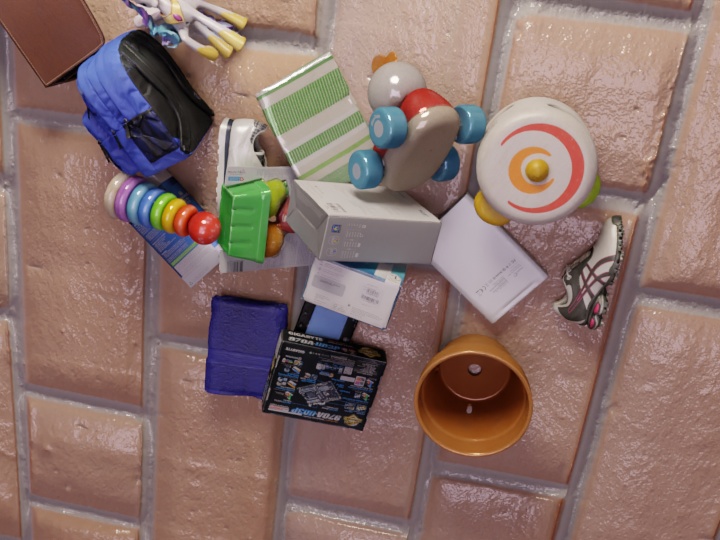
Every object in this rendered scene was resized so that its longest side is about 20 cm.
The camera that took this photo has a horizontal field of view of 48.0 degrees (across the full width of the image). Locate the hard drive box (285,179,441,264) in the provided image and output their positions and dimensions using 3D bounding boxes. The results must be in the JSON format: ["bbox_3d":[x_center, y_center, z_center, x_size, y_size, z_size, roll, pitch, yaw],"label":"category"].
[{"bbox_3d":[0.003,-0.078,1.286,0.199,0.156,0.077,2,115,-26],"label":"hard drive box"}]

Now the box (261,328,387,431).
[{"bbox_3d":[-0.067,0.202,1.479,0.199,0.046,0.160,12,115,-11],"label":"box"}]

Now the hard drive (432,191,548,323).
[{"bbox_3d":[0.205,-0.020,1.386,0.200,0.026,0.132,44,111,-8],"label":"hard drive"}]

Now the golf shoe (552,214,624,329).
[{"bbox_3d":[0.382,0.000,1.339,0.088,0.077,0.201,15,112,11],"label":"golf shoe"}]

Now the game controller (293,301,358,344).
[{"bbox_3d":[-0.066,0.109,1.474,0.104,0.042,0.201,22,113,1],"label":"game controller"}]

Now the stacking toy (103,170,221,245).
[{"bbox_3d":[-0.320,-0.093,1.332,0.199,0.085,0.086,23,114,16],"label":"stacking toy"}]

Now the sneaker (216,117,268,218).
[{"bbox_3d":[-0.202,-0.159,1.383,0.080,0.076,0.201,5,113,-2],"label":"sneaker"}]

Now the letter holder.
[{"bbox_3d":[-0.499,-0.427,1.316,0.142,0.101,0.201,-29,103,17],"label":"letter holder"}]

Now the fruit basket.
[{"bbox_3d":[-0.143,-0.091,1.370,0.199,0.094,0.186,-9,118,-34],"label":"fruit basket"}]

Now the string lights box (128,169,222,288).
[{"bbox_3d":[-0.329,-0.080,1.438,0.103,0.059,0.200,-38,100,20],"label":"string lights box"}]

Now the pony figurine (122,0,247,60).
[{"bbox_3d":[-0.275,-0.412,1.251,0.199,0.194,0.167,28,117,-22],"label":"pony figurine"}]

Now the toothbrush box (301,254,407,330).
[{"bbox_3d":[0.000,0.000,1.336,0.146,0.200,0.086,21,112,2],"label":"toothbrush box"}]

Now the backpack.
[{"bbox_3d":[-0.363,-0.267,1.299,0.167,0.163,0.201,-23,119,16],"label":"backpack"}]

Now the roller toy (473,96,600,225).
[{"bbox_3d":[0.270,-0.169,1.257,0.199,0.140,0.184,-6,109,13],"label":"roller toy"}]

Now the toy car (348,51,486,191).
[{"bbox_3d":[0.061,-0.249,1.278,0.201,0.183,0.177,65,146,26],"label":"toy car"}]

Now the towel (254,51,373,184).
[{"bbox_3d":[-0.064,-0.233,1.321,0.152,0.023,0.201,-32,106,-11],"label":"towel"}]

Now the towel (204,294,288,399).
[{"bbox_3d":[-0.213,0.144,1.514,0.147,0.050,0.201,8,111,-1],"label":"towel"}]

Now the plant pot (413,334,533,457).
[{"bbox_3d":[0.198,0.200,1.410,0.199,0.140,0.201,3,112,8],"label":"plant pot"}]
